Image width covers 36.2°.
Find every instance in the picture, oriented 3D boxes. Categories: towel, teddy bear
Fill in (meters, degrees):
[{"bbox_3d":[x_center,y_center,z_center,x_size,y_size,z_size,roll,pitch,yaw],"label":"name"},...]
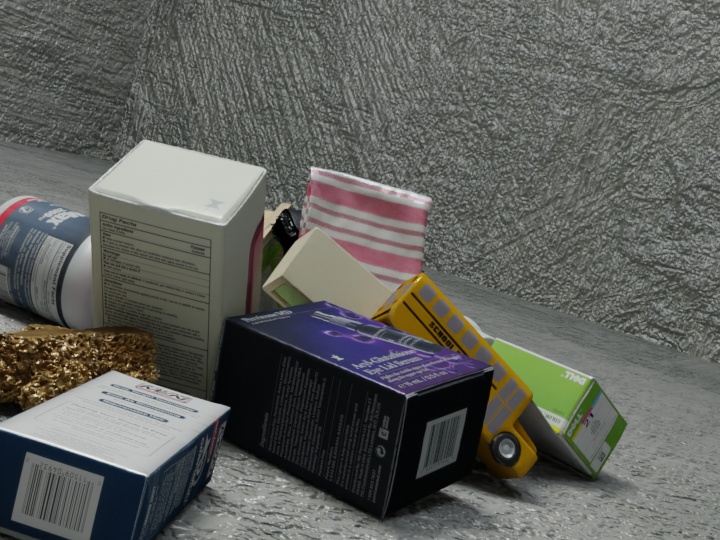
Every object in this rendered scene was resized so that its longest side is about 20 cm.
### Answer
[{"bbox_3d":[0.000,0.000,1.160,0.144,0.204,0.030,12,-14,-16],"label":"towel"},{"bbox_3d":[-0.262,0.081,0.882,0.143,0.068,0.198,8,6,41],"label":"teddy bear"}]

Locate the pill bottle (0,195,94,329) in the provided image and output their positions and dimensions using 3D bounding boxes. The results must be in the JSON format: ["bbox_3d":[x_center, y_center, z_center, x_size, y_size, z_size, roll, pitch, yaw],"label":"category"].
[{"bbox_3d":[-0.300,0.002,1.179,0.197,0.122,0.119,19,6,24],"label":"pill bottle"}]

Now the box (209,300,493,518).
[{"bbox_3d":[-0.010,0.110,0.944,0.198,0.106,0.147,20,16,31],"label":"box"}]

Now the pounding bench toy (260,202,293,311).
[{"bbox_3d":[-0.179,0.019,1.251,0.153,0.126,0.201,9,39,22],"label":"pounding bench toy"}]

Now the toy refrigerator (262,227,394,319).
[{"bbox_3d":[0.001,0.054,1.097,0.199,0.070,0.076,40,-21,-10],"label":"toy refrigerator"}]

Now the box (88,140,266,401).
[{"bbox_3d":[-0.161,0.006,0.985,0.126,0.203,0.109,14,33,11],"label":"box"}]

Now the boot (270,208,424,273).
[{"bbox_3d":[-0.007,0.025,1.211,0.165,0.203,0.076,-3,-24,-29],"label":"boot"}]

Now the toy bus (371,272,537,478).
[{"bbox_3d":[0.094,0.105,1.046,0.200,0.078,0.065,47,-24,-5],"label":"toy bus"}]

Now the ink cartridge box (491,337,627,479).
[{"bbox_3d":[0.178,0.121,1.178,0.147,0.076,0.200,22,-21,47],"label":"ink cartridge box"}]

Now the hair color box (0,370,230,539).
[{"bbox_3d":[-0.159,0.122,0.718,0.098,0.062,0.200,17,6,6],"label":"hair color box"}]

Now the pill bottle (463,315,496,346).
[{"bbox_3d":[0.083,0.098,1.345,0.113,0.116,0.199,12,7,-35],"label":"pill bottle"}]
